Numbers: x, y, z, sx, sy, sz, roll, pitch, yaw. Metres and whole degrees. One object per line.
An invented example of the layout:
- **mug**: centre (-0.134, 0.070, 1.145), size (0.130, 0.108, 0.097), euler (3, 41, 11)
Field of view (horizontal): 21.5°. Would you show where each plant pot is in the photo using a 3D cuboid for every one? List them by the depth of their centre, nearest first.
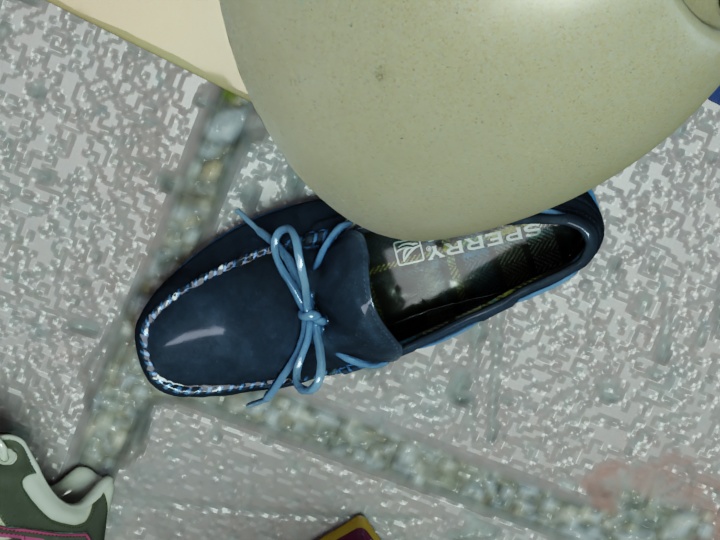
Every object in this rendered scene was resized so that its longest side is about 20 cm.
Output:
- **plant pot**: centre (0.065, -0.115, 0.656), size (0.134, 0.200, 0.201), euler (-5, 109, 41)

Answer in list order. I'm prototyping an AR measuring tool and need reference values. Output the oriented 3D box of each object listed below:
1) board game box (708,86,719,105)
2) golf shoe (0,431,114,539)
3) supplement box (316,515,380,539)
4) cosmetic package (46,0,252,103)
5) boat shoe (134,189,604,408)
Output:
- **board game box**: centre (0.167, -0.115, 0.679), size (0.045, 0.200, 0.135), euler (-10, 105, -4)
- **golf shoe**: centre (-0.183, 0.091, 0.755), size (0.200, 0.077, 0.088), euler (35, 78, -46)
- **supplement box**: centre (-0.004, 0.206, 0.753), size (0.103, 0.200, 0.131), euler (-30, 103, 5)
- **cosmetic package**: centre (-0.098, -0.151, 0.725), size (0.200, 0.071, 0.105), euler (25, 101, -8)
- **boat shoe**: centre (0.000, 0.000, 0.768), size (0.200, 0.069, 0.084), euler (-24, 104, 4)
